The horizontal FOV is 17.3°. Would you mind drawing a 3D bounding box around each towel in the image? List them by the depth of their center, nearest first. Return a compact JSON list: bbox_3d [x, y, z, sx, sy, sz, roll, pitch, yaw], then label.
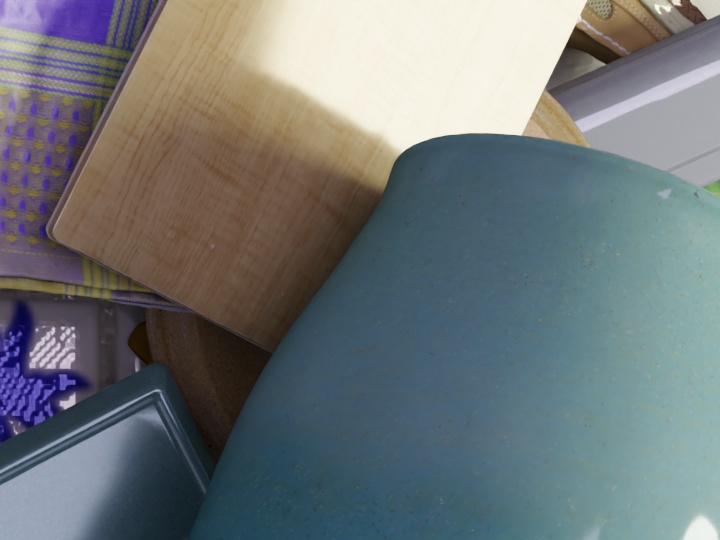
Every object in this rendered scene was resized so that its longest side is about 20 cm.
[{"bbox_3d":[-0.083,-0.085,0.778,0.143,0.023,0.200,11,94,-34],"label":"towel"}]

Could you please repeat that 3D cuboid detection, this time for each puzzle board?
[{"bbox_3d":[-0.005,-0.071,0.808,0.151,0.017,0.200,29,84,-34],"label":"puzzle board"}]

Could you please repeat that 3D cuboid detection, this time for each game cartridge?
[{"bbox_3d":[0.146,0.005,0.940,0.133,0.040,0.200,-23,108,-3],"label":"game cartridge"}]

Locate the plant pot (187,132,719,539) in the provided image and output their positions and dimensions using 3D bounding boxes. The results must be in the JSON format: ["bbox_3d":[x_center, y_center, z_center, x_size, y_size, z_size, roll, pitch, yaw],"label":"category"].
[{"bbox_3d":[0.048,0.065,0.759,0.200,0.200,0.188,22,73,-22],"label":"plant pot"}]

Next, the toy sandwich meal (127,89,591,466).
[{"bbox_3d":[0.000,0.000,0.882,0.205,0.070,0.206,-2,97,-17],"label":"toy sandwich meal"}]

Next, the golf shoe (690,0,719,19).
[{"bbox_3d":[0.133,-0.163,0.963,0.200,0.097,0.078,41,66,-17],"label":"golf shoe"}]

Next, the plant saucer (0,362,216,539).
[{"bbox_3d":[-0.139,0.107,0.812,0.200,0.019,0.070,-28,95,-14],"label":"plant saucer"}]

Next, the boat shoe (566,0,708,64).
[{"bbox_3d":[0.053,-0.118,0.941,0.200,0.072,0.076,36,84,-12],"label":"boat shoe"}]
